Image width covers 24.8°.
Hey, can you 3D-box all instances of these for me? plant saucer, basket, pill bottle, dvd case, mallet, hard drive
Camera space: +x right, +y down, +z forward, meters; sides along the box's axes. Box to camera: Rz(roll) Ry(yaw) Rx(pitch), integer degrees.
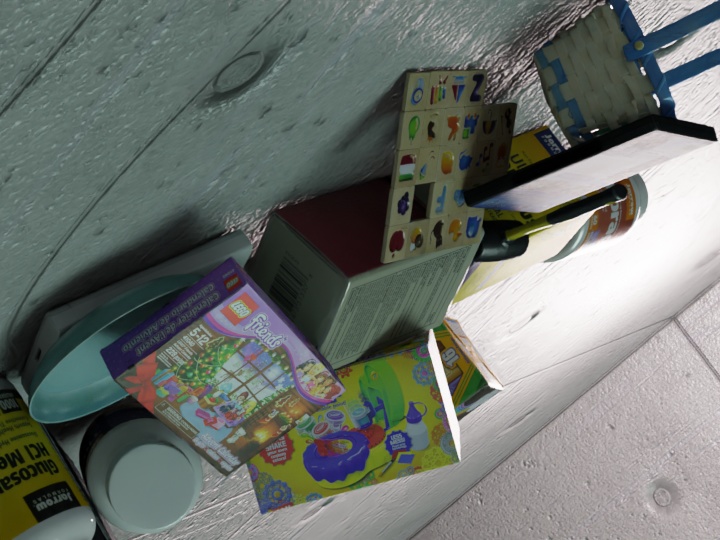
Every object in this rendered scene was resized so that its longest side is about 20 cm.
[{"bbox_3d":[-0.202,0.062,1.408,0.200,0.027,0.200,-33,165,-11],"label":"plant saucer"},{"bbox_3d":[0.272,-0.191,1.545,0.200,0.139,0.176,-29,166,9],"label":"basket"},{"bbox_3d":[0.258,-0.076,1.922,0.112,0.112,0.200,-45,163,32],"label":"pill bottle"},{"bbox_3d":[0.211,-0.096,1.503,0.200,0.018,0.143,-21,168,32],"label":"dvd case"},{"bbox_3d":[-0.214,0.195,1.598,0.111,0.111,0.200,-33,-171,-10],"label":"pill bottle"},{"bbox_3d":[-0.296,0.200,1.390,0.112,0.200,0.112,-33,165,-10],"label":"pill bottle"},{"bbox_3d":[0.183,-0.047,1.552,0.066,0.041,0.200,-4,169,-44],"label":"mallet"},{"bbox_3d":[-0.198,0.039,1.447,0.200,0.027,0.132,-25,161,-33],"label":"hard drive"}]

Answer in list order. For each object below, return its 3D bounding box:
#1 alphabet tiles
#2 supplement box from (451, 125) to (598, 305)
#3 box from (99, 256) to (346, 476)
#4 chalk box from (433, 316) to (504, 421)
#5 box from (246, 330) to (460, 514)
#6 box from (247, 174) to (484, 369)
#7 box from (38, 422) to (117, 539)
[{"bbox_3d":[0.085,-0.099,1.479,0.200,0.008,0.167,-13,114,-56],"label":"alphabet tiles"},{"bbox_3d":[0.137,-0.056,1.726,0.200,0.109,0.110,-25,162,-36],"label":"supplement box"},{"bbox_3d":[-0.114,0.087,1.406,0.137,0.039,0.200,-36,141,3],"label":"box"},{"bbox_3d":[0.075,0.169,2.258,0.200,0.124,0.125,-37,166,9],"label":"chalk box"},{"bbox_3d":[-0.011,0.142,1.639,0.200,0.122,0.193,-15,-177,5],"label":"box"},{"bbox_3d":[0.000,0.000,1.552,0.200,0.109,0.128,-20,143,-46],"label":"box"},{"bbox_3d":[-0.305,0.278,1.620,0.124,0.197,0.200,-32,164,-11],"label":"box"}]
